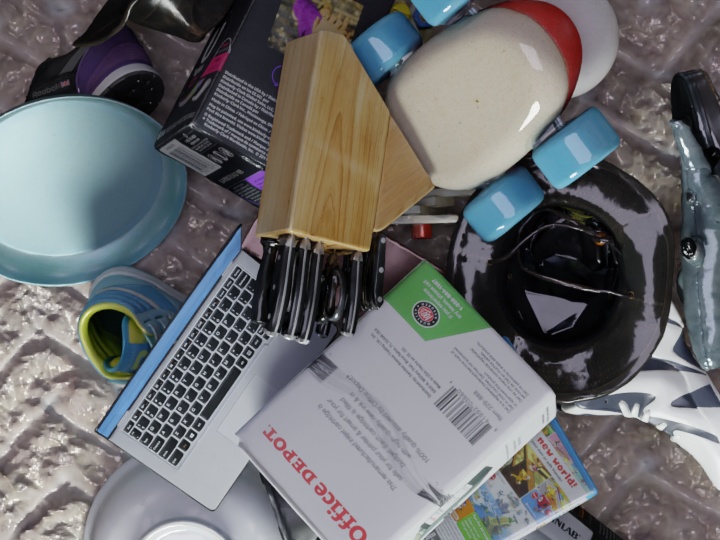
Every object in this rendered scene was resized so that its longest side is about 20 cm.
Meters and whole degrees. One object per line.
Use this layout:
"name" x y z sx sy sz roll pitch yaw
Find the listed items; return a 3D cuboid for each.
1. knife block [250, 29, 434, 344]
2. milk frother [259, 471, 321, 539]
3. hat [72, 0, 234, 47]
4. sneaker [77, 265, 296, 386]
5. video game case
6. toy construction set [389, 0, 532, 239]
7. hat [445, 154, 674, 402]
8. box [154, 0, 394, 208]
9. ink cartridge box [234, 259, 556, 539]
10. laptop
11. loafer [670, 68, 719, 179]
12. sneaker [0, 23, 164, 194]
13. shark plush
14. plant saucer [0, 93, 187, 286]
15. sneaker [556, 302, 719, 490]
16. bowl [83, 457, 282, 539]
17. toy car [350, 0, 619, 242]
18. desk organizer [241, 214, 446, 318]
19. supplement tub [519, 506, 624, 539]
"knife block" -0.042 -0.052 1.365 0.175 0.064 0.200 -38 104 -25
"milk frother" 0.033 0.205 1.530 0.188 0.200 0.181 -19 67 0
"hat" -0.142 -0.232 1.477 0.081 0.201 0.201 39 96 -18
"sneaker" -0.146 0.072 1.526 0.199 0.131 0.080 22 106 1
"video game case" 0.062 0.160 1.428 0.200 0.018 0.143 -29 72 -2
"toy construction set" 0.077 -0.122 1.520 0.131 0.092 0.201 0 101 -13
"hat" 0.161 0.003 1.498 0.200 0.081 0.201 1 95 6
"box" -0.065 -0.166 1.468 0.106 0.122 0.200 30 75 -16
"ink cartridge box" 0.027 0.117 1.390 0.200 0.084 0.146 -41 73 -6
"laptop" -0.107 0.082 1.442 0.200 0.116 0.187 40 80 -33
"loafer" 0.318 -0.081 1.532 0.072 0.073 0.200 -26 104 -4
"sneaker" -0.254 -0.129 1.556 0.200 0.076 0.088 -39 60 16
"shark plush" 0.283 -0.025 1.468 0.091 0.083 0.201 14 122 30
"plant saucer" -0.244 -0.070 1.522 0.199 0.027 0.201 -10 133 -11
"sneaker" 0.232 0.114 1.545 0.129 0.079 0.200 -27 94 6
"bowl" -0.144 0.249 1.568 0.200 0.090 0.202 0 95 2
"toy car" 0.127 -0.159 1.417 0.185 0.200 0.177 52 136 1
"desk organizer" 0.000 0.000 1.547 0.200 0.072 0.077 31 93 -1
"supplement tub" 0.186 0.275 1.541 0.200 0.123 0.123 37 96 -1
